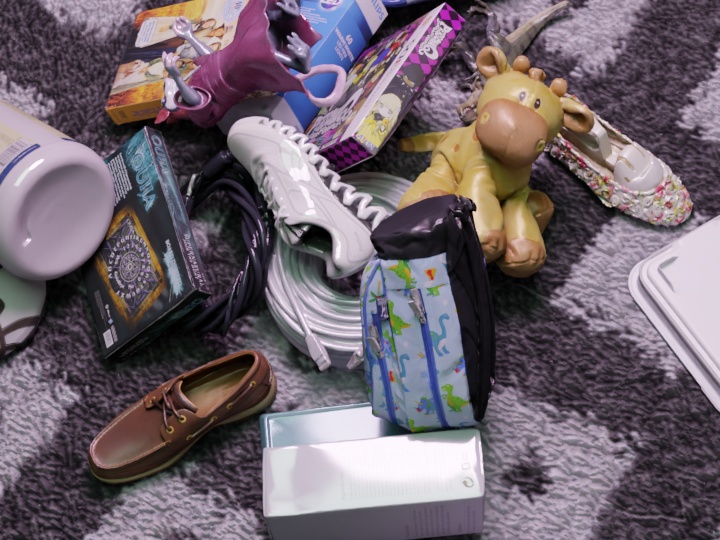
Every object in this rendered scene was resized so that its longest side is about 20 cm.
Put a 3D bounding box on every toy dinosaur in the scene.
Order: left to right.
[{"bbox_3d":[0.140,-0.238,1.753,0.088,0.047,0.200,35,68,5],"label":"toy dinosaur"}]

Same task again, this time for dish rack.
[{"bbox_3d":[0.378,0.031,1.591,0.171,0.044,0.200,-29,63,-10],"label":"dish rack"}]

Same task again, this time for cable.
[{"bbox_3d":[-0.155,-0.021,1.624,0.163,0.051,0.201,-25,55,24],"label":"cable"},{"bbox_3d":[0.000,0.000,1.623,0.200,0.069,0.200,-31,63,-12],"label":"cable"}]

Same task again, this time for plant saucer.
[{"bbox_3d":[0.002,0.157,1.567,0.199,0.019,0.070,-7,62,0],"label":"plant saucer"}]

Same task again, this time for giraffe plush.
[{"bbox_3d":[0.141,-0.119,1.595,0.172,0.162,0.200,17,40,-23],"label":"giraffe plush"}]

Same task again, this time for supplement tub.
[{"bbox_3d":[-0.359,-0.090,1.639,0.200,0.145,0.145,29,67,36],"label":"supplement tub"}]

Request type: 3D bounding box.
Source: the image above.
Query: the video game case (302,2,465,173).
[{"bbox_3d":[0.005,-0.171,1.650,0.036,0.200,0.182,41,67,-15],"label":"video game case"}]

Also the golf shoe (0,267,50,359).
[{"bbox_3d":[-0.383,0.055,1.610,0.078,0.095,0.200,28,66,19],"label":"golf shoe"}]

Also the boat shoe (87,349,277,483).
[{"bbox_3d":[-0.175,0.133,1.565,0.200,0.068,0.072,-28,63,-10],"label":"boat shoe"}]

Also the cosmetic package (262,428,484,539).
[{"bbox_3d":[0.013,0.202,1.496,0.199,0.102,0.074,-4,61,1],"label":"cosmetic package"}]

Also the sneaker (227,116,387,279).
[{"bbox_3d":[-0.060,-0.072,1.567,0.200,0.075,0.081,41,59,15],"label":"sneaker"}]

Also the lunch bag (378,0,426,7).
[{"bbox_3d":[0.088,-0.372,1.801,0.199,0.076,0.160,-15,41,-5],"label":"lunch bag"}]

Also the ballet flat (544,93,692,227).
[{"bbox_3d":[0.253,-0.117,1.668,0.200,0.064,0.076,36,69,20],"label":"ballet flat"}]

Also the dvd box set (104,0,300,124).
[{"bbox_3d":[-0.167,-0.232,1.732,0.199,0.029,0.147,-7,52,27],"label":"dvd box set"}]

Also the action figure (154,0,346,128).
[{"bbox_3d":[-0.124,-0.196,1.619,0.149,0.200,0.134,41,35,-19],"label":"action figure"}]

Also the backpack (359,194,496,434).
[{"bbox_3d":[0.063,0.048,1.485,0.153,0.163,0.201,-21,99,10],"label":"backpack"}]

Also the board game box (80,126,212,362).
[{"bbox_3d":[-0.228,-0.027,1.638,0.135,0.028,0.200,-35,59,26],"label":"board game box"}]

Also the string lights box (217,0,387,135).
[{"bbox_3d":[-0.069,-0.229,1.738,0.103,0.059,0.200,16,62,37],"label":"string lights box"}]
